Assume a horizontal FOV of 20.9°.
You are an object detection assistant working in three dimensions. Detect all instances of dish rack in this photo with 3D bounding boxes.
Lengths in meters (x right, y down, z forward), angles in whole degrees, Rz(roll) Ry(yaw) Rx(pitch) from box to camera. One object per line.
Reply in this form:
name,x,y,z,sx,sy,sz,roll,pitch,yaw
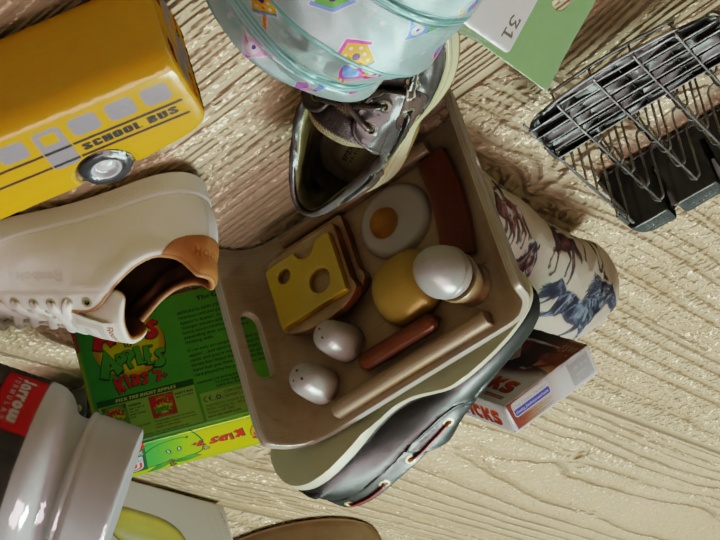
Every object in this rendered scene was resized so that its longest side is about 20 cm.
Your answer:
dish rack,0.192,-0.100,1.219,0.153,0.055,0.200,-32,147,19

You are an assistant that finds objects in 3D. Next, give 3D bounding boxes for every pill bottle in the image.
pill bottle,-0.238,0.107,1.170,0.199,0.114,0.114,19,144,-2

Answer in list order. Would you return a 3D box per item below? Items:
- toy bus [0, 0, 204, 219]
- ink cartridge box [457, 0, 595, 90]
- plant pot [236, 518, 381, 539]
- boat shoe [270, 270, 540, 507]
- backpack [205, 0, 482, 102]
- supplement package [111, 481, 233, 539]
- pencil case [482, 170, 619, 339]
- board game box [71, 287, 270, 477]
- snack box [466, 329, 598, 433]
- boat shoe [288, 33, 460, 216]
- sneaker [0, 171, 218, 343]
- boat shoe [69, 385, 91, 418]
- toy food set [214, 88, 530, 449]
toy bus,-0.183,-0.075,1.022,0.199,0.065,0.078,-22,151,5
ink cartridge box,0.091,-0.177,0.961,0.200,0.048,0.146,26,94,-50
plant pot,-0.064,0.305,1.720,0.200,0.093,0.201,-14,150,-8
boat shoe,0.035,0.071,1.212,0.201,0.074,0.063,-42,138,16
backpack,-0.008,-0.174,0.818,0.166,0.201,0.127,7,143,-39
supplement package,-0.193,0.275,1.488,0.147,0.192,0.200,-33,149,22
pencil case,0.097,-0.010,1.291,0.078,0.089,0.200,-55,144,6
board game box,-0.081,0.061,1.280,0.199,0.102,0.048,-14,150,-9
snack box,0.069,0.059,1.290,0.072,0.200,0.024,-35,114,-21
boat shoe,0.003,-0.093,1.078,0.065,0.073,0.200,-50,166,-31
sneaker,-0.178,0.011,1.156,0.199,0.085,0.073,-21,153,9
boat shoe,-0.161,0.102,1.336,0.199,0.067,0.057,-9,161,-30
toy food set,0.000,0.000,1.180,0.200,0.144,0.060,-32,149,24
